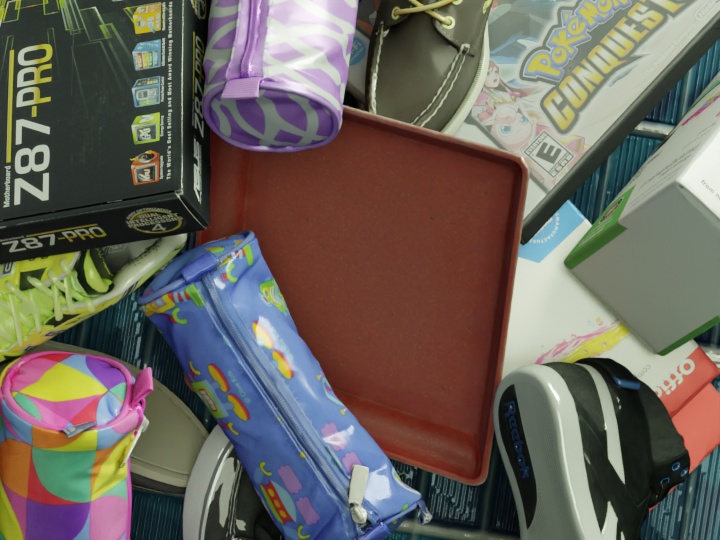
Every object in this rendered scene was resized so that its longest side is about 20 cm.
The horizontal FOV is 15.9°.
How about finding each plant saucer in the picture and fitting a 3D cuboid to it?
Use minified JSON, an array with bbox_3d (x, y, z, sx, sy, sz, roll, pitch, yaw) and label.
[{"bbox_3d":[0.000,0.000,1.452,0.199,0.037,0.201,17,115,22],"label":"plant saucer"}]

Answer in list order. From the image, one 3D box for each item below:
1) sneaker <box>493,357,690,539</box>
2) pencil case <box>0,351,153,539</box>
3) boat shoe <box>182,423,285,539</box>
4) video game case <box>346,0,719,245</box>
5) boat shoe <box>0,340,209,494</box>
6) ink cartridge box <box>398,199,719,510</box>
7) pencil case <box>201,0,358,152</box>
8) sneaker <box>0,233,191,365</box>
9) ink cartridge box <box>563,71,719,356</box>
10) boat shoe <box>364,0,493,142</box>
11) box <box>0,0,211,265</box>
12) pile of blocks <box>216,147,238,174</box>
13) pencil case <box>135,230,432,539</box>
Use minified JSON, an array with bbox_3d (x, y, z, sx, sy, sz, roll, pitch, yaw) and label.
[{"bbox_3d":[0.142,0.147,1.421,0.111,0.073,0.202,-7,90,-40],"label":"sneaker"},{"bbox_3d":[-0.164,0.142,1.435,0.088,0.089,0.201,5,121,-5],"label":"pencil case"},{"bbox_3d":[-0.065,0.185,1.477,0.070,0.066,0.202,11,91,-49],"label":"boat shoe"},{"bbox_3d":[0.097,-0.144,1.491,0.200,0.026,0.181,-46,67,-4],"label":"video game case"},{"bbox_3d":[-0.180,0.085,1.497,0.199,0.073,0.063,24,130,-10],"label":"boat shoe"},{"bbox_3d":[0.127,0.053,1.507,0.116,0.067,0.200,-43,92,-4],"label":"ink cartridge box"},{"bbox_3d":[-0.042,-0.164,1.400,0.083,0.086,0.201,-4,66,11],"label":"pencil case"},{"bbox_3d":[-0.180,0.004,1.418,0.200,0.076,0.076,-37,111,-9],"label":"sneaker"},{"bbox_3d":[0.225,-0.064,1.447,0.084,0.145,0.200,43,62,-3],"label":"ink cartridge box"},{"bbox_3d":[0.045,-0.161,1.463,0.071,0.061,0.202,14,75,20],"label":"boat shoe"},{"bbox_3d":[-0.162,-0.107,1.409,0.160,0.049,0.201,-9,64,17],"label":"box"},{"bbox_3d":[-0.163,-0.064,1.484,0.199,0.062,0.083,-27,109,-12],"label":"pile of blocks"},{"bbox_3d":[-0.044,0.075,1.431,0.078,0.087,0.201,-33,92,-12],"label":"pencil case"}]
